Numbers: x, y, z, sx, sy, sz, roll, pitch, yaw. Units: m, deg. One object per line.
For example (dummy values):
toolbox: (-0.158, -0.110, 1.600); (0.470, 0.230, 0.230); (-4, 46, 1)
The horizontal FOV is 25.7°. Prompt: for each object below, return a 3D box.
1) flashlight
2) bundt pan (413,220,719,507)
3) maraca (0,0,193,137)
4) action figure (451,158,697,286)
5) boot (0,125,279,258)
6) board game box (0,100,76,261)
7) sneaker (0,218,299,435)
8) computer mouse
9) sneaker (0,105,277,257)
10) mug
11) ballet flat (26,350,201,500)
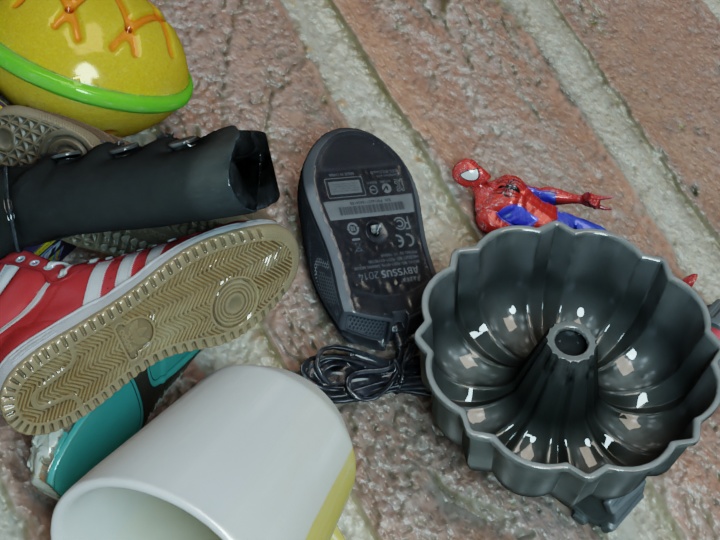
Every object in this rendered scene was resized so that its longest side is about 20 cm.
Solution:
flashlight: (0.212, 0.102, 1.101); (0.067, 0.068, 0.200); (18, 48, 34)
bundt pan: (0.130, 0.068, 1.027); (0.201, 0.076, 0.203); (4, 51, -5)
maraca: (-0.209, -0.153, 1.070); (0.199, 0.107, 0.137); (16, 23, -17)
action figure: (0.156, -0.027, 1.176); (0.199, 0.052, 0.066); (29, 55, 2)
boot: (-0.158, -0.033, 0.881); (0.199, 0.066, 0.165); (-3, 21, 12)
board game box: (-0.290, -0.053, 1.008); (0.200, 0.057, 0.165); (38, 50, 6)
sneaker: (-0.141, 0.014, 0.929); (0.199, 0.072, 0.112); (-29, 33, -22)
computer mouse: (0.000, 0.000, 1.096); (0.138, 0.053, 0.201); (-2, 71, -25)
sneaker: (-0.143, -0.046, 1.001); (0.199, 0.071, 0.076); (29, 21, 2)
mug: (-0.075, 0.149, 0.928); (0.149, 0.187, 0.153); (9, 37, 25)
ballet flat: (-0.155, 0.066, 0.986); (0.072, 0.072, 0.200); (36, 50, 4)
